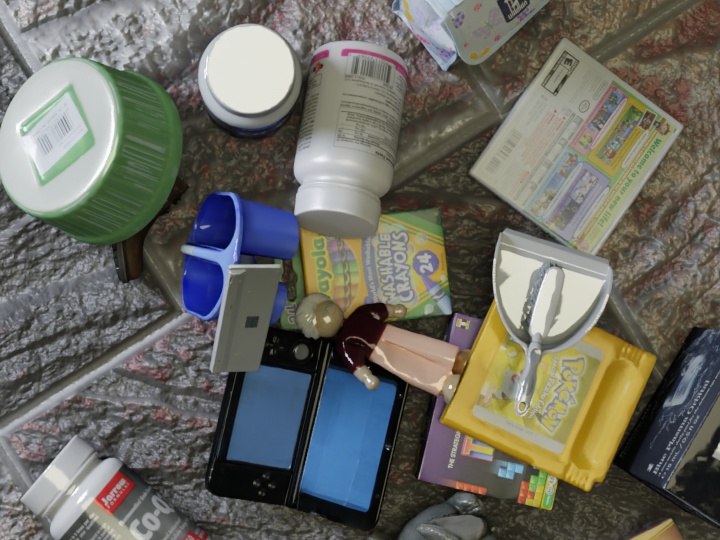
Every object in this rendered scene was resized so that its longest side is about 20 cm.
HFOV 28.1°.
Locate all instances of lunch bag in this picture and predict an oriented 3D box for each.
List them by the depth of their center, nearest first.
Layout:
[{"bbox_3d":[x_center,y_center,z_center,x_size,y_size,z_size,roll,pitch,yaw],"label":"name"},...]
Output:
[{"bbox_3d":[0.138,-0.318,1.611,0.169,0.200,0.127,-41,93,-4],"label":"lunch bag"}]

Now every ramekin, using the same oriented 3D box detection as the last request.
[{"bbox_3d":[-0.302,-0.135,1.577,0.199,0.098,0.201,-7,75,30],"label":"ramekin"}]

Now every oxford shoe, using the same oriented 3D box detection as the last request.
[{"bbox_3d":[-0.241,-0.082,1.644,0.084,0.073,0.201,9,89,-6],"label":"oxford shoe"}]

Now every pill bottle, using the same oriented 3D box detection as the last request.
[{"bbox_3d":[-0.122,-0.208,1.589,0.113,0.200,0.114,0,90,-4],"label":"pill bottle"},{"bbox_3d":[-0.274,0.285,1.619,0.200,0.114,0.114,41,87,-4],"label":"pill bottle"},{"bbox_3d":[-0.014,-0.145,1.620,0.113,0.113,0.201,10,74,-5],"label":"pill bottle"}]

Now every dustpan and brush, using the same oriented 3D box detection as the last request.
[{"bbox_3d":[0.199,0.064,1.602,0.139,0.057,0.201,17,86,-5],"label":"dustpan and brush"}]

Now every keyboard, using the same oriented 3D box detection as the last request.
[{"bbox_3d":[-0.124,0.054,1.536,0.056,0.200,0.011,-5,56,-16],"label":"keyboard"}]

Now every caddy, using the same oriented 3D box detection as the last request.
[{"bbox_3d":[-0.146,-0.014,1.596,0.104,0.200,0.142,11,90,-21],"label":"caddy"}]

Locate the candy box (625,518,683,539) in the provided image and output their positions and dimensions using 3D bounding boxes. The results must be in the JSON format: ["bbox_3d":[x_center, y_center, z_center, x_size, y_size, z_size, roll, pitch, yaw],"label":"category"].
[{"bbox_3d":[0.356,0.404,1.672,0.115,0.055,0.201,-26,74,-5],"label":"candy box"}]

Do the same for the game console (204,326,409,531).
[{"bbox_3d":[-0.060,0.177,1.630,0.175,0.116,0.201,14,88,-30],"label":"game console"}]

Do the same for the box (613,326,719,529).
[{"bbox_3d":[0.406,0.178,1.631,0.117,0.200,0.197,32,87,-5],"label":"box"}]

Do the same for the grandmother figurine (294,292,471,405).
[{"bbox_3d":[0.021,0.077,1.607,0.199,0.121,0.061,22,129,5],"label":"grandmother figurine"}]

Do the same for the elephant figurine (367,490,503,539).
[{"bbox_3d":[0.115,0.322,1.589,0.155,0.200,0.142,-40,96,-1],"label":"elephant figurine"}]

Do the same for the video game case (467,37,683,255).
[{"bbox_3d":[0.256,-0.143,1.710,0.182,0.022,0.200,35,86,-4],"label":"video game case"}]

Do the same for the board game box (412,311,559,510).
[{"bbox_3d":[0.164,0.163,1.684,0.164,0.057,0.201,13,89,-6],"label":"board game box"}]

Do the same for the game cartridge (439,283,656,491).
[{"bbox_3d":[0.215,0.135,1.644,0.199,0.032,0.177,25,85,-2],"label":"game cartridge"}]

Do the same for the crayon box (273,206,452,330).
[{"bbox_3d":[0.000,0.000,1.674,0.199,0.052,0.126,-7,90,-4],"label":"crayon box"}]
